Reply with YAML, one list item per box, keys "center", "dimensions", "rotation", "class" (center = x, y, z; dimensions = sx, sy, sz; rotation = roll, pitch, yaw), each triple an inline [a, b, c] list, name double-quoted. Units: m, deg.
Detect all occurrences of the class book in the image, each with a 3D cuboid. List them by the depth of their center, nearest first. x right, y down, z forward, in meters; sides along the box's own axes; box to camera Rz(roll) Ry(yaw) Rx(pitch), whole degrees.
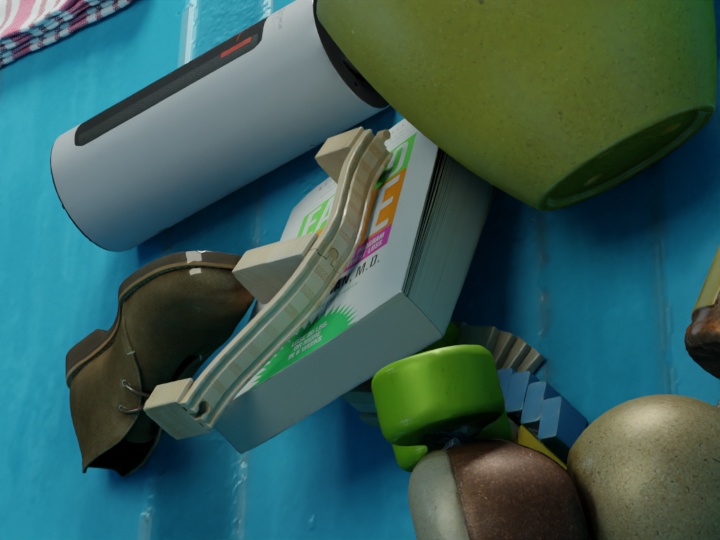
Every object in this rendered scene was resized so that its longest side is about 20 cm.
- center: [0.000, 0.000, 1.349]
  dimensions: [0.133, 0.048, 0.200]
  rotation: [-33, 21, 28]
  class: "book"

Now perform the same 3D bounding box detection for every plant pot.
- center: [0.098, -0.115, 1.299]
  dimensions: [0.200, 0.200, 0.142]
  rotation: [-33, 77, 20]
  class: "plant pot"

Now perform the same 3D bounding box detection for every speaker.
- center: [-0.080, -0.086, 1.517]
  dimensions: [0.200, 0.081, 0.081]
  rotation: [-27, 43, 26]
  class: "speaker"

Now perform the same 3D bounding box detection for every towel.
- center: [-0.212, -0.217, 1.791]
  dimensions: [0.200, 0.030, 0.147]
  rotation: [-22, 45, 31]
  class: "towel"

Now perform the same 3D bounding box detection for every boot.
- center: [-0.105, 0.052, 1.406]
  dimensions: [0.200, 0.073, 0.076]
  rotation: [134, 141, -54]
  class: "boot"

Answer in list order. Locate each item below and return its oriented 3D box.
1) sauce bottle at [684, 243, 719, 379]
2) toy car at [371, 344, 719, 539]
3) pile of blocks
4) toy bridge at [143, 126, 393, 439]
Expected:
- center: [0.212, -0.039, 1.210]
  dimensions: [0.066, 0.066, 0.200]
  rotation: [7, 64, 46]
  class: "sauce bottle"
- center: [0.122, 0.105, 1.127]
  dimensions: [0.199, 0.158, 0.165]
  rotation: [-15, 77, 2]
  class: "toy car"
- center: [0.053, 0.061, 1.281]
  dimensions: [0.082, 0.062, 0.200]
  rotation: [-52, 39, -3]
  class: "pile of blocks"
- center: [-0.034, -0.001, 1.313]
  dimensions: [0.067, 0.027, 0.200]
  rotation: [-15, 35, 52]
  class: "toy bridge"
